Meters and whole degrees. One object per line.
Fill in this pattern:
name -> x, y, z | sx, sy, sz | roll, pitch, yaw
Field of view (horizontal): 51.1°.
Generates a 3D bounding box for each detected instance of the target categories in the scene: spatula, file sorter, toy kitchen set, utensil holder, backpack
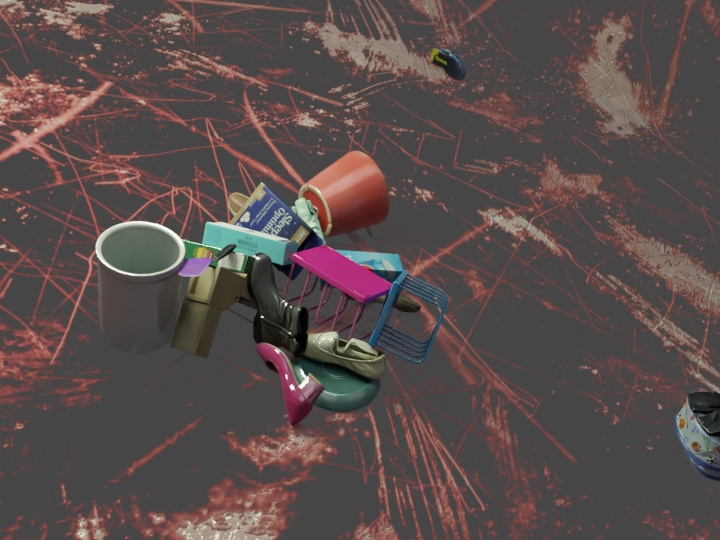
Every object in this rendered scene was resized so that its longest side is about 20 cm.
spatula -> -0.295, -0.024, 1.490 | 0.055, 0.021, 0.200 | 2, 15, 17
file sorter -> 0.109, 0.099, 1.597 | 0.120, 0.142, 0.200 | 25, 10, 5
toy kitchen set -> -0.304, 0.093, 1.585 | 0.160, 0.185, 0.199 | 9, -12, 37
utensil holder -> -0.436, 0.035, 1.492 | 0.165, 0.204, 0.172 | 9, 37, -7
backpack -> 0.750, 0.339, 1.562 | 0.186, 0.157, 0.202 | 16, 30, -12
file sorter -> -0.053, 0.054, 1.644 | 0.197, 0.128, 0.138 | 30, 23, 23

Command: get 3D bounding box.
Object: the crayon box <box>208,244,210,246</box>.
crayon box -> -0.262, -0.055, 1.786 | 0.117, 0.059, 0.200 | 25, 38, 13

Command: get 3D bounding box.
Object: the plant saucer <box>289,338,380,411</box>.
plant saucer -> -0.050, 0.205, 1.556 | 0.194, 0.028, 0.202 | 9, 37, -7

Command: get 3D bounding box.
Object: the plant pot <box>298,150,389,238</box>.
plant pot -> -0.051, -0.182, 1.930 | 0.175, 0.204, 0.200 | -28, 53, -30

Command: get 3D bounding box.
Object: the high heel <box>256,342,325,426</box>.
high heel -> -0.162, 0.221, 1.487 | 0.198, 0.068, 0.096 | 32, 71, 31

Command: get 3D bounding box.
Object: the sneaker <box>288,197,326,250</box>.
sneaker -> -0.134, -0.105, 1.799 | 0.072, 0.121, 0.201 | -20, 17, 0

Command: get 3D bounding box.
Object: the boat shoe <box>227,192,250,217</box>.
boat shoe -> -0.236, -0.139, 1.791 | 0.198, 0.073, 0.075 | 33, 40, 22

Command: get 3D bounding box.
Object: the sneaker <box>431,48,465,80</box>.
sneaker -> 0.362, -0.818, 2.965 | 0.081, 0.075, 0.201 | -10, 45, -32

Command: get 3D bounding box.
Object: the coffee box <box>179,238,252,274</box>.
coffee box -> -0.316, -0.025, 1.635 | 0.195, 0.045, 0.123 | 12, -7, 15

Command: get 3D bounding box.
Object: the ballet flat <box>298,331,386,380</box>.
ballet flat -> -0.037, 0.160, 1.541 | 0.195, 0.071, 0.070 | 18, 37, 4

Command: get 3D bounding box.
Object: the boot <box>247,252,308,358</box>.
boot -> -0.159, 0.067, 1.530 | 0.129, 0.206, 0.069 | 9, 22, 38

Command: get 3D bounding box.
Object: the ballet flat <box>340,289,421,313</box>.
ballet flat -> 0.046, 0.067, 1.756 | 0.195, 0.048, 0.067 | 17, 5, -7

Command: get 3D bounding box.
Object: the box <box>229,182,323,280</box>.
box -> -0.190, -0.088, 1.714 | 0.199, 0.122, 0.032 | 42, 2, 9

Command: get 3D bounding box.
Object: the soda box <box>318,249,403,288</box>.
soda box -> 0.000, 0.000, 1.803 | 0.194, 0.065, 0.069 | 3, 38, -14

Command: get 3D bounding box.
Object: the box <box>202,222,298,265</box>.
box -> -0.242, -0.061, 1.662 | 0.195, 0.051, 0.082 | 15, 7, 14
